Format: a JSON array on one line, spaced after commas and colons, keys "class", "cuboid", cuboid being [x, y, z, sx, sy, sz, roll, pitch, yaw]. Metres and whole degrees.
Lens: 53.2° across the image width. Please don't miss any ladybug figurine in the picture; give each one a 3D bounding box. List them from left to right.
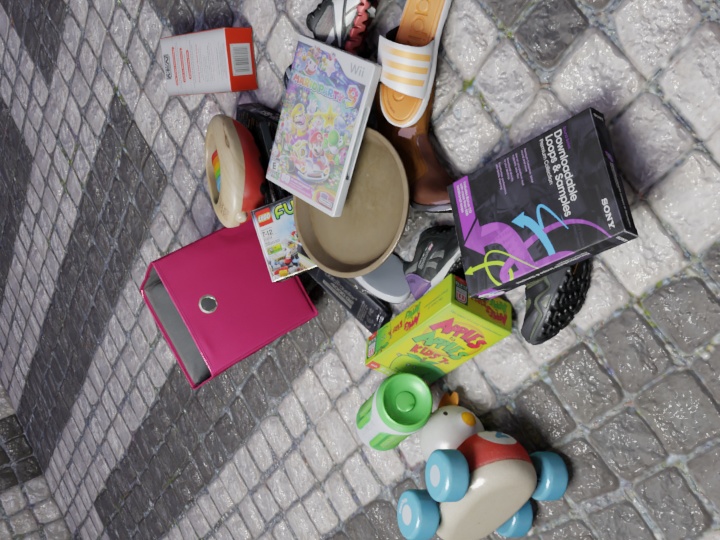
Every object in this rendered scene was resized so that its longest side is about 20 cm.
[{"class": "ladybug figurine", "cuboid": [-0.192, -0.153, 1.110, 0.136, 0.071, 0.203, 118, 142, -50]}]

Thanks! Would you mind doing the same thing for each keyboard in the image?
[{"class": "keyboard", "cuboid": [-0.120, -0.131, 1.120, 0.104, 0.039, 0.204, -4, 102, 69]}]

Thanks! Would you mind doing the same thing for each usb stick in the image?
[{"class": "usb stick", "cuboid": [-0.028, 0.023, 1.139, 0.200, 0.032, 0.056, 42, 123, 29]}]

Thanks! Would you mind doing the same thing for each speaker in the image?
[{"class": "speaker", "cuboid": [0.045, 0.207, 1.037, 0.089, 0.087, 0.200, 59, 161, 14]}]

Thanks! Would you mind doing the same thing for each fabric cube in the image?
[{"class": "fabric cube", "cuboid": [-0.220, 0.051, 1.177, 0.198, 0.198, 0.200, 61, 154, 2]}]

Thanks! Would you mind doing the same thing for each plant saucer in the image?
[{"class": "plant saucer", "cuboid": [-0.011, -0.092, 0.965, 0.198, 0.029, 0.204, 0, 91, 39]}]

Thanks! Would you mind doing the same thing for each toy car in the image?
[{"class": "toy car", "cuboid": [0.140, 0.240, 0.971, 0.202, 0.181, 0.178, -108, 33, -43]}]

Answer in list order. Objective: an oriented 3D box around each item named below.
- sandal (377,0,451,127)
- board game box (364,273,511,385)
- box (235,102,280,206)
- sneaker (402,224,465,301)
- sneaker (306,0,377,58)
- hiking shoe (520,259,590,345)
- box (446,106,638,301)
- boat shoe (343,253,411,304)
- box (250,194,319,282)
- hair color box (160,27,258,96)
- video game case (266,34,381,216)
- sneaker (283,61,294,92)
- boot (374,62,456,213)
[{"class": "sandal", "cuboid": [0.057, -0.287, 0.892, 0.078, 0.059, 0.210, 22, 104, 35]}, {"class": "board game box", "cuboid": [0.100, 0.089, 0.972, 0.200, 0.100, 0.048, -42, 31, 45]}, {"class": "box", "cuboid": [-0.149, -0.156, 1.191, 0.157, 0.049, 0.203, 30, 123, 37]}, {"class": "sneaker", "cuboid": [0.113, -0.032, 0.944, 0.088, 0.075, 0.201, 59, 136, 22]}, {"class": "sneaker", "cuboid": [-0.021, -0.351, 0.958, 0.096, 0.071, 0.203, 21, 124, 5]}, {"class": "hiking shoe", "cuboid": [0.217, -0.015, 0.848, 0.100, 0.075, 0.203, 30, 114, 43]}, {"class": "box", "cuboid": [0.191, -0.068, 0.792, 0.198, 0.036, 0.146, -27, 63, 39]}, {"class": "boat shoe", "cuboid": [0.000, 0.000, 1.082, 0.199, 0.070, 0.067, 32, 147, 30]}, {"class": "box", "cuboid": [-0.051, -0.067, 1.042, 0.197, 0.035, 0.112, -20, 87, 9]}, {"class": "hair color box", "cuboid": [-0.263, -0.356, 1.235, 0.198, 0.061, 0.103, 11, 111, 43]}, {"class": "video game case", "cuboid": [-0.054, -0.193, 0.957, 0.142, 0.018, 0.203, 31, 114, 34]}, {"class": "sneaker", "cuboid": [-0.047, -0.219, 1.069, 0.073, 0.088, 0.203, -21, 108, 7]}, {"class": "boot", "cuboid": [0.091, -0.179, 0.942, 0.186, 0.068, 0.204, 10, 98, 43]}]
